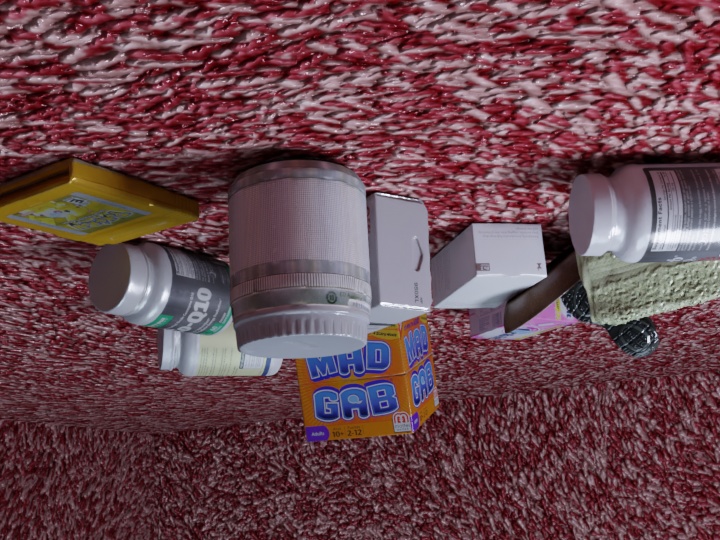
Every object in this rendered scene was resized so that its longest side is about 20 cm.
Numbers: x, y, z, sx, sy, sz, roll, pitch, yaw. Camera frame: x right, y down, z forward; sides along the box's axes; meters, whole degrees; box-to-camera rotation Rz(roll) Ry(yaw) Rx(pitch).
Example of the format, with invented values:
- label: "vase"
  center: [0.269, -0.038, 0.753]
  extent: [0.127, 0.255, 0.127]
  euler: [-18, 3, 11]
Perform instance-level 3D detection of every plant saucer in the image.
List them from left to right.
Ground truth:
- label: "plant saucer"
  center: [0.284, 0.018, 1.442]
  extent: [0.200, 0.037, 0.200]
  euler: [-41, 178, -2]

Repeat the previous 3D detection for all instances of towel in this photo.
- label: "towel"
  center: [0.385, -0.013, 1.269]
  extent: [0.197, 0.151, 0.036]
  euler: [-16, -178, 27]

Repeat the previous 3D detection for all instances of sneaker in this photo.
- label: "sneaker"
  center: [0.399, 0.057, 1.562]
  extent: [0.076, 0.200, 0.091]
  euler: [-48, 177, 26]

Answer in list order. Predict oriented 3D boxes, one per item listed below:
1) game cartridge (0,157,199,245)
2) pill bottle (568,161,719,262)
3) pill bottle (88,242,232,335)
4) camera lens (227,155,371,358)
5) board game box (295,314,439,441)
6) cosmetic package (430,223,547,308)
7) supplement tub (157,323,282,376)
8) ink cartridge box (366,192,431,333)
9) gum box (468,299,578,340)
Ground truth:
- label: "game cartridge"
  center: [-0.319, -0.073, 1.132]
  extent: [0.174, 0.033, 0.199]
  euler: [-13, 162, 32]
- label: "pill bottle"
  center: [0.354, -0.068, 1.131]
  extent: [0.196, 0.118, 0.116]
  euler: [-2, 165, -5]
- label: "pill bottle"
  center: [-0.274, 0.025, 1.349]
  extent: [0.112, 0.115, 0.198]
  euler: [-14, 162, 36]
- label: "camera lens"
  center: [-0.068, -0.014, 1.071]
  extent: [0.157, 0.204, 0.160]
  euler: [-3, 165, -1]
- label: "board game box"
  center: [0.013, 0.176, 1.714]
  extent: [0.196, 0.204, 0.199]
  euler: [-8, -177, 18]
- label: "cosmetic package"
  center: [0.183, -0.003, 1.414]
  extent: [0.111, 0.083, 0.200]
  euler: [1, 164, -16]
- label: "supplement tub"
  center: [-0.232, 0.102, 1.589]
  extent: [0.196, 0.148, 0.145]
  euler: [1, 165, -17]
- label: "ink cartridge box"
  center: [0.000, 0.000, 1.253]
  extent: [0.083, 0.147, 0.199]
  euler: [7, 162, -33]
- label: "gum box"
  center: [0.294, 0.080, 1.776]
  extent: [0.112, 0.067, 0.199]
  euler: [6, 163, -26]
